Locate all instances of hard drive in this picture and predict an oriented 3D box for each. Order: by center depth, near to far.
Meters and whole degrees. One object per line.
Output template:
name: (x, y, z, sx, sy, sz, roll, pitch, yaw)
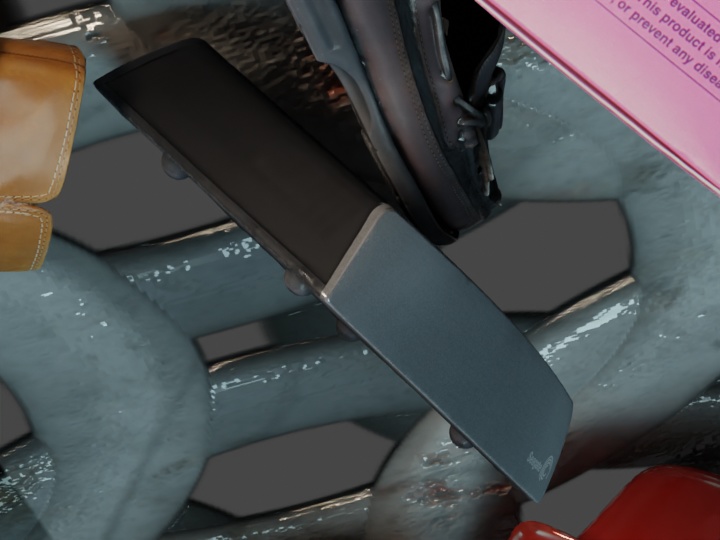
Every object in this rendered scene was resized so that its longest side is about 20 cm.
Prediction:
hard drive: (0.000, 0.000, 0.921, 0.042, 0.135, 0.200, -47, 148, -1)

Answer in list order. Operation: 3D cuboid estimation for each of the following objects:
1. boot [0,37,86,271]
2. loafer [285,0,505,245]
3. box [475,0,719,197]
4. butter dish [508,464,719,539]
boot: (-0.179, -0.011, 0.873, 0.154, 0.074, 0.200, 3, 145, -23)
loafer: (0.021, -0.073, 0.861, 0.063, 0.072, 0.200, -22, 147, 7)
box: (0.127, -0.146, 0.627, 0.097, 0.176, 0.200, 38, 124, -5)
butter dish: (0.174, 0.157, 1.253, 0.200, 0.148, 0.200, 27, 152, 14)
